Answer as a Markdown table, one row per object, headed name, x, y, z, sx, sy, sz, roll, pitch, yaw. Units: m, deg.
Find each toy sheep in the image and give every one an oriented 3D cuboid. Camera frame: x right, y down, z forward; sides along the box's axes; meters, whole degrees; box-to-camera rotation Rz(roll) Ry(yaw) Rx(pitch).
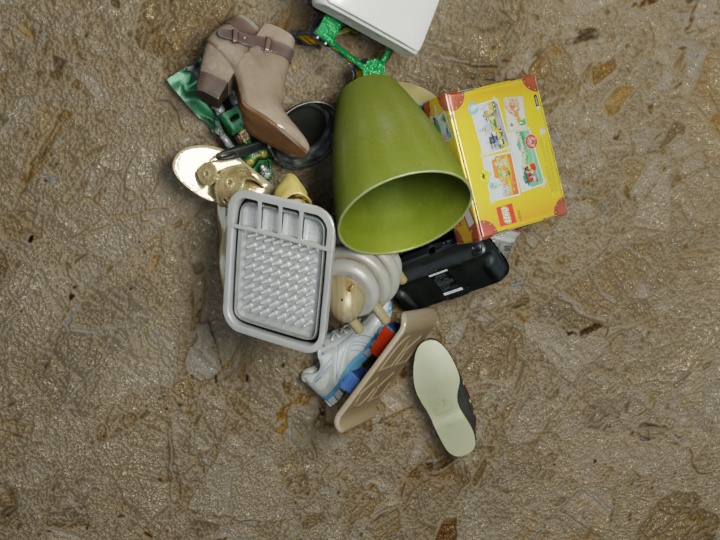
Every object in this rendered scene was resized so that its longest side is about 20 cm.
| name | x | y | z | sx | sy | sz | roll | pitch | yaw |
| --- | --- | --- | --- | --- | --- | --- | --- | --- | --- |
| toy sheep | 0.000 | 0.000 | 1.389 | 0.135 | 0.201 | 0.140 | 9 | 129 | 11 |

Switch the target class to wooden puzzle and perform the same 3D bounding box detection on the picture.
| name | x | y | z | sx | sy | sz | roll | pitch | yaw |
| --- | --- | --- | --- | --- | --- | --- | --- | --- | --- |
| wooden puzzle | 0.032 | 0.141 | 1.472 | 0.046 | 0.185 | 0.202 | 34 | 101 | 15 |

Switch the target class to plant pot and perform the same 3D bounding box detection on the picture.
| name | x | y | z | sx | sy | sz | roll | pitch | yaw |
| --- | --- | --- | --- | --- | --- | --- | --- | --- | --- |
| plant pot | 0.034 | -0.157 | 1.307 | 0.184 | 0.203 | 0.188 | -13 | 151 | -7 |

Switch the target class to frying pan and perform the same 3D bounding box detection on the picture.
| name | x | y | z | sx | sy | sz | roll | pitch | yaw |
| --- | --- | --- | --- | --- | --- | --- | --- | --- | --- |
| frying pan | -0.113 | -0.181 | 1.411 | 0.188 | 0.031 | 0.116 | -30 | 140 | -4 |

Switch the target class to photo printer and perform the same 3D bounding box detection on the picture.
| name | x | y | z | sx | sy | sz | roll | pitch | yaw |
| --- | --- | --- | --- | --- | --- | --- | --- | --- | --- |
| photo printer | 0.041 | -0.410 | 1.276 | 0.165 | 0.069 | 0.203 | 22 | 90 | -28 |

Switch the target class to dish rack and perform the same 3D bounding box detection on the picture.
| name | x | y | z | sx | sy | sz | roll | pitch | yaw |
| --- | --- | --- | --- | --- | --- | --- | --- | --- | --- |
| dish rack | -0.106 | -0.002 | 1.315 | 0.169 | 0.043 | 0.204 | 14 | 107 | 25 |

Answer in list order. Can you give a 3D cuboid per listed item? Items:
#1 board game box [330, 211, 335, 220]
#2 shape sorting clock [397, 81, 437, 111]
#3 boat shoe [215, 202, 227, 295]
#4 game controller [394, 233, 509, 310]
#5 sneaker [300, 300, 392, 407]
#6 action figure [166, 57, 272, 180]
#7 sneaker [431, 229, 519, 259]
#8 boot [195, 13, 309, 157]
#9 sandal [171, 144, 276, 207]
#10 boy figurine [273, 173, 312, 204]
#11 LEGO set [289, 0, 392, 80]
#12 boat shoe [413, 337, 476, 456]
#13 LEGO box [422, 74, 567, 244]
| name | x | y | z | sx | sy | sz | roll | pitch | yaw |
| --- | --- | --- | --- | --- | --- | --- | --- | --- | --- |
| board game box | -0.077 | -0.001 | 1.462 | 0.198 | 0.032 | 0.121 | -29 | 114 | -8 |
| shape sorting clock | 0.055 | -0.172 | 1.417 | 0.196 | 0.039 | 0.204 | 4 | 103 | 19 |
| boat shoe | -0.177 | -0.039 | 1.458 | 0.071 | 0.072 | 0.204 | -2 | 100 | -1 |
| game controller | 0.122 | 0.002 | 1.448 | 0.198 | 0.043 | 0.104 | -20 | 134 | 34 |
| sneaker | -0.025 | 0.113 | 1.508 | 0.086 | 0.075 | 0.201 | 33 | 101 | -6 |
| action figure | -0.181 | -0.220 | 1.415 | 0.117 | 0.055 | 0.202 | -29 | 108 | 5 |
| sneaker | 0.140 | -0.040 | 1.471 | 0.196 | 0.074 | 0.089 | 7 | 105 | -7 |
| boot | -0.130 | -0.266 | 1.343 | 0.198 | 0.070 | 0.148 | 31 | 67 | -7 |
| sandal | -0.166 | -0.117 | 1.384 | 0.210 | 0.069 | 0.079 | 30 | 82 | -19 |
| boy figurine | -0.108 | -0.036 | 1.386 | 0.122 | 0.065 | 0.203 | 9 | 111 | -23 |
| LEGO set | -0.007 | -0.363 | 1.369 | 0.152 | 0.116 | 0.203 | 21 | 91 | -28 |
| boat shoe | 0.134 | 0.195 | 1.544 | 0.073 | 0.063 | 0.204 | -17 | 108 | 13 |
| LEGO box | 0.187 | -0.154 | 1.344 | 0.147 | 0.077 | 0.204 | -15 | 93 | -22 |
